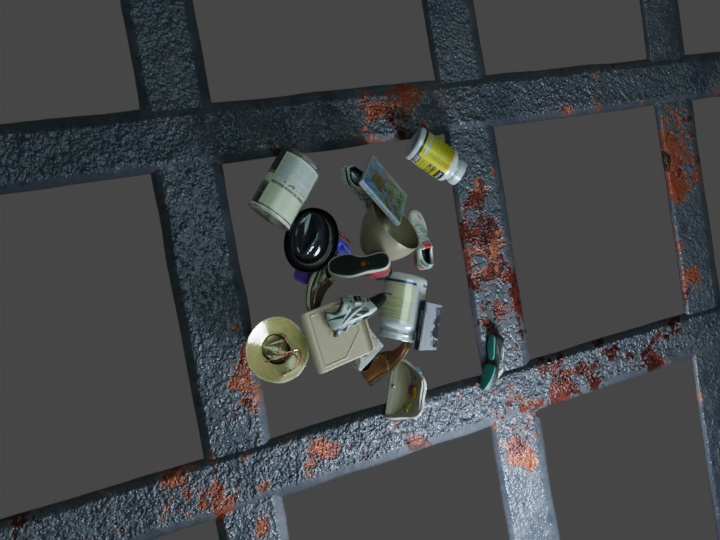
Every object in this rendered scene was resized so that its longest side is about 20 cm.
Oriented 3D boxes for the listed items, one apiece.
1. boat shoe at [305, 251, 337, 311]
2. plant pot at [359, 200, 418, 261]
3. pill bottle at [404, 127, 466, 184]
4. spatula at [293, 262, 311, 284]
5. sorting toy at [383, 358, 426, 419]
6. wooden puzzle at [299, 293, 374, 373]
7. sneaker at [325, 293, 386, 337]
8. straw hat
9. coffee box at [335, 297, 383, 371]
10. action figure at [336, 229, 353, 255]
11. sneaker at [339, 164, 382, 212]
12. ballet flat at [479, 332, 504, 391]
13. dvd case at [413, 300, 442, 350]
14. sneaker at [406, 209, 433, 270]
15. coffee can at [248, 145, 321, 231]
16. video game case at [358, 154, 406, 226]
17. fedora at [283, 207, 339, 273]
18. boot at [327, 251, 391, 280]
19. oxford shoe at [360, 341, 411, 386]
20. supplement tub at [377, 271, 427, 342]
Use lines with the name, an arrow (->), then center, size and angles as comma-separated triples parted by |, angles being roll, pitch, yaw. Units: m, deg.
boat shoe -> -0.116, 0.031, 1.695 | 0.072, 0.074, 0.210 | 9, 85, 23
plant pot -> 0.072, -0.105, 1.730 | 0.198, 0.202, 0.134 | 38, 120, -14
pill bottle -> 0.253, -0.375, 1.819 | 0.196, 0.112, 0.115 | 30, 80, -15
spatula -> -0.160, -0.060, 1.715 | 0.055, 0.021, 0.207 | 17, 87, -12
sorting toy -> 0.160, 0.387, 1.739 | 0.103, 0.179, 0.208 | 11, 86, -17
wooden puzzle -> -0.070, 0.190, 1.660 | 0.194, 0.037, 0.191 | -19, 95, -13
sneaker -> -0.015, 0.107, 1.616 | 0.196, 0.074, 0.091 | -31, 99, -12
straw hat -> -0.259, 0.235, 1.651 | 0.194, 0.085, 0.210 | -2, 94, -21
coffee box -> -0.034, 0.200, 1.729 | 0.113, 0.080, 0.201 | -42, 101, -14
action figure -> -0.064, -0.079, 1.742 | 0.065, 0.052, 0.202 | -39, 98, -14
sneaker -> 0.018, -0.260, 1.751 | 0.198, 0.087, 0.077 | 38, 77, -16
ballet flat -> 0.470, 0.324, 1.906 | 0.066, 0.067, 0.208 | 14, 85, -26
dvd case -> 0.223, 0.181, 1.773 | 0.024, 0.199, 0.156 | 7, 86, 25
sneaker -> 0.208, -0.103, 1.809 | 0.068, 0.093, 0.208 | -11, 93, -18
coffee can -> -0.225, -0.245, 1.638 | 0.144, 0.146, 0.204 | 32, 80, -15
video game case -> 0.075, -0.257, 1.728 | 0.022, 0.202, 0.182 | -33, 110, 29
fedora -> -0.157, -0.102, 1.653 | 0.193, 0.092, 0.209 | -2, 76, 8
boot -> 0.000, 0.000, 1.684 | 0.192, 0.145, 0.075 | -5, 73, 5
oxford shoe -> 0.079, 0.285, 1.738 | 0.199, 0.071, 0.072 | -42, 96, 15
supplement tub -> 0.131, 0.117, 1.752 | 0.140, 0.144, 0.208 | 12, 85, -17
